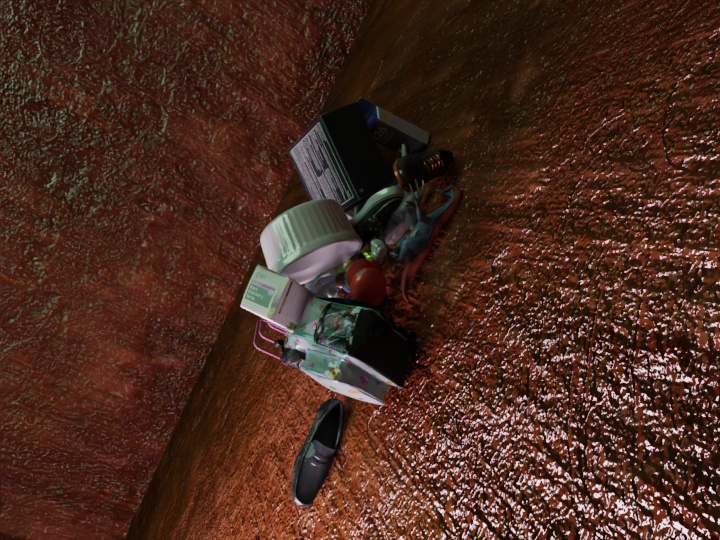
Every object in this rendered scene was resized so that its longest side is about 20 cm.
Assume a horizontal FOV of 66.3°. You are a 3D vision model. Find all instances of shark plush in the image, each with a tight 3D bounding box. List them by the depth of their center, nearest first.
[{"bbox_3d":[0.084,-0.154,1.147,0.091,0.080,0.207,-127,46,-65],"label":"shark plush"}]

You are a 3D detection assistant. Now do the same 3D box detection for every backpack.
[{"bbox_3d":[-0.023,0.129,0.946,0.197,0.174,0.157,21,82,47],"label":"backpack"},{"bbox_3d":[-0.076,0.115,1.179,0.125,0.163,0.207,4,76,58],"label":"backpack"}]

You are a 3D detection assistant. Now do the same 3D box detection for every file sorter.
[{"bbox_3d":[-0.211,0.135,1.582,0.202,0.123,0.141,-54,22,28],"label":"file sorter"}]

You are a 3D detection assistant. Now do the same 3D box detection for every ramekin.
[{"bbox_3d":[-0.102,-0.055,1.083,0.200,0.196,0.100,-41,72,49],"label":"ramekin"}]

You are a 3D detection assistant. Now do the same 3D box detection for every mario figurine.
[{"bbox_3d":[-0.011,0.001,1.030,0.200,0.102,0.128,-155,71,-80],"label":"mario figurine"}]

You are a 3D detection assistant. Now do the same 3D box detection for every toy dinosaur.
[{"bbox_3d":[0.125,-0.077,1.057,0.177,0.205,0.105,-23,12,7],"label":"toy dinosaur"}]

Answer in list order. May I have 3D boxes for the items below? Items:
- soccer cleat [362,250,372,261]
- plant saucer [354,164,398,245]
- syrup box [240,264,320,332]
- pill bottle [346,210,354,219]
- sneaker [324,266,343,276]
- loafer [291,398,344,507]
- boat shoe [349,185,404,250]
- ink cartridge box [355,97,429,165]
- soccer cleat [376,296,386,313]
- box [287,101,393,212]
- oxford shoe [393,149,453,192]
[{"bbox_3d":[0.001,0.000,1.307,0.199,0.063,0.087,-17,77,61],"label":"soccer cleat"},{"bbox_3d":[0.031,-0.166,1.364,0.199,0.035,0.207,-35,49,53],"label":"plant saucer"},{"bbox_3d":[-0.126,0.068,1.013,0.077,0.200,0.084,18,80,28],"label":"syrup box"},{"bbox_3d":[-0.088,-0.081,1.542,0.203,0.110,0.113,-59,19,15],"label":"pill bottle"},{"bbox_3d":[-0.086,-0.027,1.306,0.077,0.097,0.207,-14,63,63],"label":"sneaker"},{"bbox_3d":[-0.080,0.343,1.050,0.070,0.066,0.205,-46,22,63],"label":"loafer"},{"bbox_3d":[0.029,-0.100,1.109,0.199,0.067,0.058,-38,65,50],"label":"boat shoe"},{"bbox_3d":[0.037,-0.311,1.356,0.197,0.195,0.049,-35,43,55],"label":"ink cartridge box"},{"bbox_3d":[0.005,0.124,1.079,0.083,0.063,0.205,-37,32,60],"label":"soccer cleat"},{"bbox_3d":[-0.049,-0.248,1.297,0.121,0.205,0.197,-29,5,-31],"label":"box"},{"bbox_3d":[0.125,-0.207,1.081,0.071,0.073,0.199,-25,7,34],"label":"oxford shoe"}]
